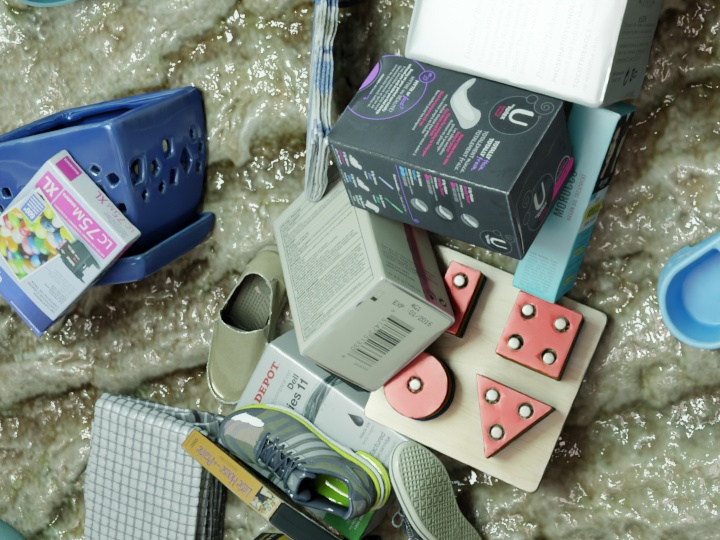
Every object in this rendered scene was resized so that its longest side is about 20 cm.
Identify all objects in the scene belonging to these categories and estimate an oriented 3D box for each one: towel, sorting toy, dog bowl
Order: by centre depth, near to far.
[{"bbox_3d":[0.377,0.004,1.438,0.200,0.050,0.112,-37,85,26],"label":"dog bowl"},{"bbox_3d":[-0.040,-0.186,1.497,0.024,0.147,0.202,3,66,-5],"label":"towel"},{"bbox_3d":[0.125,0.098,1.513,0.199,0.070,0.200,23,88,13],"label":"sorting toy"},{"bbox_3d":[-0.241,0.248,1.739,0.164,0.085,0.202,13,106,23],"label":"towel"}]

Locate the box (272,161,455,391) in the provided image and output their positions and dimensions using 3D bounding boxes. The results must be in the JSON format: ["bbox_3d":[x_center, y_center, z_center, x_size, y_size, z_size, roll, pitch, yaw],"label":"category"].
[{"bbox_3d":[0.000,0.000,1.512,0.128,0.109,0.201,-42,38,25],"label":"box"}]

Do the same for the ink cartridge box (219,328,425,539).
[{"bbox_3d":[-0.039,0.180,1.635,0.199,0.083,0.147,33,111,14],"label":"ink cartridge box"}]

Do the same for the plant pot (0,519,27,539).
[{"bbox_3d":[-0.494,0.377,1.833,0.201,0.199,0.135,-59,39,21],"label":"plant pot"}]

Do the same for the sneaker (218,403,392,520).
[{"bbox_3d":[-0.066,0.203,1.559,0.199,0.081,0.074,21,107,17],"label":"sneaker"}]

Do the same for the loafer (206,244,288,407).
[{"bbox_3d":[-0.133,0.066,1.662,0.075,0.068,0.201,24,109,18],"label":"loafer"}]

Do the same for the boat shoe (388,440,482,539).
[{"bbox_3d":[0.070,0.259,1.576,0.062,0.075,0.201,4,138,38],"label":"boat shoe"}]

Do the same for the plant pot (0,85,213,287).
[{"bbox_3d":[-0.284,-0.086,1.635,0.198,0.200,0.181,-7,104,25],"label":"plant pot"}]

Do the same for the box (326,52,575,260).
[{"bbox_3d":[0.088,-0.110,1.406,0.199,0.123,0.106,19,152,28],"label":"box"}]

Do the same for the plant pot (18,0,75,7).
[{"bbox_3d":[-0.365,-0.425,1.613,0.188,0.199,0.201,44,114,27],"label":"plant pot"}]

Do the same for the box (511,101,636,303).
[{"bbox_3d":[0.214,-0.074,1.476,0.049,0.082,0.202,23,109,17],"label":"box"}]

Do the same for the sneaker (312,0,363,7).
[{"bbox_3d":[0.022,-0.341,1.509,0.199,0.077,0.086,-16,83,32],"label":"sneaker"}]

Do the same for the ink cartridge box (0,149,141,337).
[{"bbox_3d":[-0.333,-0.019,1.554,0.119,0.042,0.200,47,123,-2],"label":"ink cartridge box"}]

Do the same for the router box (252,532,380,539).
[{"bbox_3d":[-0.081,0.349,1.622,0.156,0.200,0.053,-3,100,23],"label":"router box"}]

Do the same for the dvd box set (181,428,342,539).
[{"bbox_3d":[-0.097,0.251,1.599,0.029,0.146,0.200,-53,37,-7],"label":"dvd box set"}]

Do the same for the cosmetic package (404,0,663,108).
[{"bbox_3d":[0.176,-0.264,1.409,0.199,0.167,0.168,18,106,20],"label":"cosmetic package"}]
